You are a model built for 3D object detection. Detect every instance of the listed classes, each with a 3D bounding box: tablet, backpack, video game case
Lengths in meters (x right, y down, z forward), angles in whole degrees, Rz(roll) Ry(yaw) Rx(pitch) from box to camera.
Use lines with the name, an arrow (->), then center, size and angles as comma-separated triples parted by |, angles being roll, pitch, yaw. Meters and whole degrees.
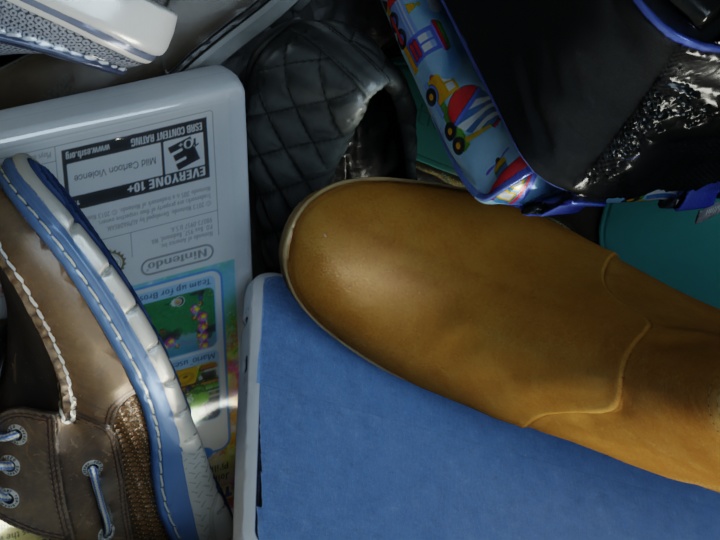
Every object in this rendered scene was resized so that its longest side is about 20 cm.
tablet -> 0.053, 0.072, 0.781 | 0.200, 0.130, 0.014 | 17, 132, -16
backpack -> 0.120, -0.112, 0.762 | 0.200, 0.135, 0.183 | -7, 57, -32
video game case -> -0.131, 0.033, 0.784 | 0.200, 0.024, 0.182 | -14, 125, -21

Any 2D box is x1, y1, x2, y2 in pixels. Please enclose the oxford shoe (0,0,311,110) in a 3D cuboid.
oxford shoe -> -0.060, -0.115, 0.808 | 0.084, 0.073, 0.200 | 45, 78, -18

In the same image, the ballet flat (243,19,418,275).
ballet flat -> 0.000, 0.000, 0.825 | 0.066, 0.057, 0.200 | -30, 132, -18

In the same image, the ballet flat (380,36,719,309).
ballet flat -> 0.095, -0.037, 0.838 | 0.200, 0.071, 0.071 | 28, 83, 18

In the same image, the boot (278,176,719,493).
boot -> 0.081, 0.025, 0.731 | 0.201, 0.144, 0.071 | 23, 89, -16

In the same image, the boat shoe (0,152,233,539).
boat shoe -> -0.093, 0.053, 0.755 | 0.072, 0.072, 0.200 | -27, 129, -9

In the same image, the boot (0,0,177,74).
boot -> -0.165, -0.080, 0.750 | 0.200, 0.073, 0.090 | 20, 94, 5
